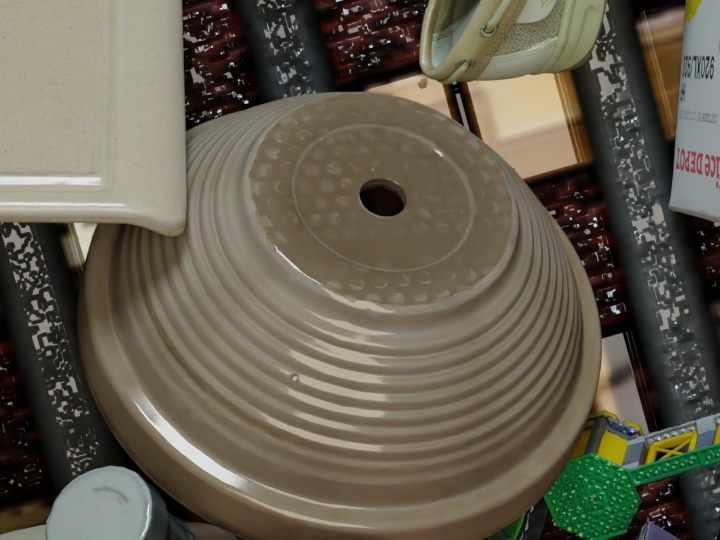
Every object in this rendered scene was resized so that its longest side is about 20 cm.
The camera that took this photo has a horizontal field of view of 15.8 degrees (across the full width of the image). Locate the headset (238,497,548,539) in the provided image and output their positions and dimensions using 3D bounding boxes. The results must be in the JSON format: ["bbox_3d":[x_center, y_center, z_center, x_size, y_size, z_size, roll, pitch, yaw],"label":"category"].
[{"bbox_3d":[-0.017,0.062,1.040,0.200,0.094,0.124,37,89,-22],"label":"headset"}]

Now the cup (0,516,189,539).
[{"bbox_3d":[-0.145,0.187,0.986,0.143,0.200,0.201,3,96,24],"label":"cup"}]

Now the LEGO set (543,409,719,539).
[{"bbox_3d":[0.167,0.108,1.043,0.153,0.116,0.200,-28,104,23],"label":"LEGO set"}]

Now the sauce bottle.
[{"bbox_3d":[-0.052,0.131,0.936,0.064,0.200,0.065,-11,55,16],"label":"sauce bottle"}]

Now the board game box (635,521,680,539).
[{"bbox_3d":[0.150,0.216,0.973,0.200,0.057,0.166,31,109,2],"label":"board game box"}]

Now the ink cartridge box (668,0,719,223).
[{"bbox_3d":[0.206,-0.112,0.988,0.144,0.147,0.201,3,95,-5],"label":"ink cartridge box"}]

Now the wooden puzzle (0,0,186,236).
[{"bbox_3d":[-0.165,-0.076,0.961,0.199,0.185,0.037,4,133,-8],"label":"wooden puzzle"}]

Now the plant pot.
[{"bbox_3d":[0.000,0.000,0.957,0.200,0.093,0.201,8,51,-10],"label":"plant pot"}]

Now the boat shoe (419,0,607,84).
[{"bbox_3d":[0.061,-0.161,0.974,0.063,0.073,0.201,-12,132,-24],"label":"boat shoe"}]
